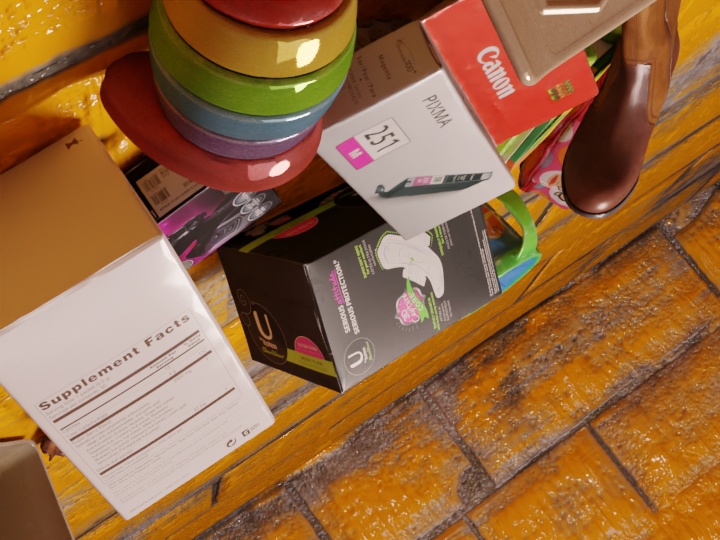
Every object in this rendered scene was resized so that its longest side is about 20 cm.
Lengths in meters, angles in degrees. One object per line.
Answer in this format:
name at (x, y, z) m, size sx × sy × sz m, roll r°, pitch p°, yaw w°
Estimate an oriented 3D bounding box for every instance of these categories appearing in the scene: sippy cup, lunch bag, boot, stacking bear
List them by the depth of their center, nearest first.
stacking bear at (-0.052, -0.138, 0.553) m, size 0.121 × 0.114 × 0.200 m, roll -30°, pitch 162°, yaw -28°
boot at (0.218, -0.158, 0.880) m, size 0.188 × 0.068 × 0.200 m, roll -55°, pitch 162°, yaw -20°
lunch bag at (0.239, -0.176, 1.144) m, size 0.200 × 0.082 × 0.176 m, roll 122°, pitch -11°, yaw -60°
sippy cup at (0.130, -0.029, 1.373) m, size 0.178 × 0.130 × 0.140 m, roll -38°, pitch 167°, yaw 8°

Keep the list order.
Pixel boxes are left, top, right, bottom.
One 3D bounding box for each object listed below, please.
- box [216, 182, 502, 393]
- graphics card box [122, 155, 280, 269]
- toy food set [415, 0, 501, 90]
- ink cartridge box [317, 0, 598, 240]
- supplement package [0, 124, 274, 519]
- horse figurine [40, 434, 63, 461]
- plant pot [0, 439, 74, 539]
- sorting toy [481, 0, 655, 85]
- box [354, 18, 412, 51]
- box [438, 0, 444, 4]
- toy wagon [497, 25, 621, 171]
box at (0.000, 0.000, 1.013) m, size 0.200 × 0.124 × 0.148 m, roll -28°, pitch -156°, yaw -32°
graphics card box at (-0.159, -0.024, 0.801) m, size 0.200 × 0.051 × 0.125 m, roll -37°, pitch 167°, yaw -2°
toy food set at (0.072, -0.136, 0.798) m, size 0.200 × 0.049 × 0.198 m, roll -29°, pitch 165°, yaw -11°
ink cartridge box at (0.070, -0.102, 0.732) m, size 0.173 × 0.044 × 0.200 m, roll -25°, pitch 157°, yaw 12°
supplement package at (-0.157, 0.036, 0.689) m, size 0.120 × 0.121 × 0.200 m, roll -32°, pitch 139°, yaw -9°
horse figurine at (-0.263, 0.144, 1.106) m, size 0.132 × 0.050 × 0.200 m, roll -16°, pitch 172°, yaw -11°
plant pot at (-0.390, 0.289, 1.037) m, size 0.177 × 0.200 × 0.200 m, roll -27°, pitch 169°, yaw 9°
sorting toy at (0.126, -0.228, 0.608) m, size 0.200 × 0.185 × 0.036 m, roll -36°, pitch -152°, yaw -9°
box at (-0.017, -0.144, 0.762) m, size 0.039 × 0.041 × 0.200 m, roll -45°, pitch 164°, yaw 33°
box at (0.124, -0.207, 0.891) m, size 0.158 × 0.048 × 0.200 m, roll -31°, pitch 167°, yaw -29°
toy wagon at (0.152, -0.139, 0.960) m, size 0.200 × 0.040 × 0.155 m, roll -43°, pitch 173°, yaw -47°
